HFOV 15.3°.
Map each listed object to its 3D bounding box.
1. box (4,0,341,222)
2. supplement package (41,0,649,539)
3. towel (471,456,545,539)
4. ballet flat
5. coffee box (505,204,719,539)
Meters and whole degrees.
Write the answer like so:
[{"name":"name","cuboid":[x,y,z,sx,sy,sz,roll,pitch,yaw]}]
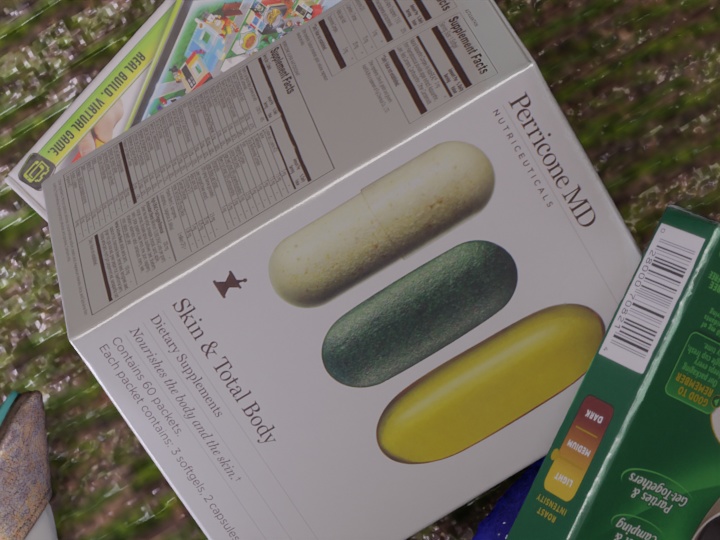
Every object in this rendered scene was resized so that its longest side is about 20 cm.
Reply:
[{"name":"box","cuboid":[-0.049,-0.076,1.178,0.110,0.035,0.200,42,89,15]},{"name":"supplement package","cuboid":[0.000,0.000,1.066,0.199,0.151,0.152,-31,117,4]},{"name":"towel","cuboid":[0.075,0.173,1.073,0.148,0.050,0.200,46,79,-8]},{"name":"ballet flat","cuboid":[-0.169,0.149,1.151,0.067,0.068,0.201,30,92,-3]},{"name":"coffee box","cuboid":[0.124,0.089,1.011,0.123,0.044,0.201,24,91,-30]}]
